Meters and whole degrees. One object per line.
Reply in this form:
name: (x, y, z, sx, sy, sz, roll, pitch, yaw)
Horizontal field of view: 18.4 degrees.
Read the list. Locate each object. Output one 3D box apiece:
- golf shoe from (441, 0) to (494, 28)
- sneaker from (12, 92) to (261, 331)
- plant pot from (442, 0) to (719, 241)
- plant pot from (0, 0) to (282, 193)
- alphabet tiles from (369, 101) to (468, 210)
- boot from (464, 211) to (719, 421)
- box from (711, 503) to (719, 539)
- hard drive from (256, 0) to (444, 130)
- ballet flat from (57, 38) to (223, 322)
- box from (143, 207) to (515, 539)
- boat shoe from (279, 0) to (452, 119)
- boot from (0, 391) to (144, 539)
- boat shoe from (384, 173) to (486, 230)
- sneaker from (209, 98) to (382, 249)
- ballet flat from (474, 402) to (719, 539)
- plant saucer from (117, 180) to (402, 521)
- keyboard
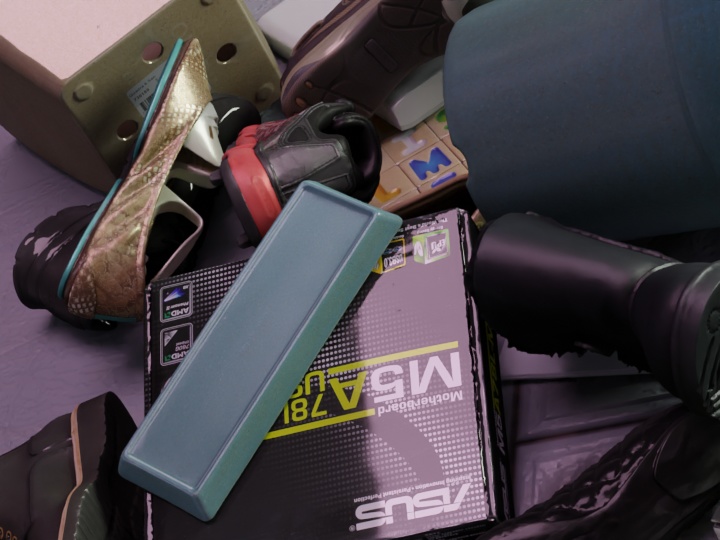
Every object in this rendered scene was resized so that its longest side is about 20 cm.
golf shoe: (0.125, -0.221, 1.344, 0.077, 0.088, 0.200, 37, 85, 21)
sneaker: (-0.128, -0.032, 1.442, 0.091, 0.076, 0.200, 31, 70, 38)
plant pot: (0.164, -0.102, 1.256, 0.196, 0.200, 0.200, -13, 38, 28)
plant pot: (-0.168, -0.167, 1.520, 0.200, 0.200, 0.177, -38, 52, -7)
alphabet tiles: (0.030, -0.059, 1.423, 0.200, 0.008, 0.167, -30, 37, -5)
boot: (0.126, 0.019, 1.119, 0.168, 0.200, 0.077, 15, 92, 24)
box: (0.283, 0.077, 1.073, 0.158, 0.050, 0.200, 7, 47, 36)
hard drive: (0.027, -0.170, 1.537, 0.132, 0.027, 0.200, -36, 36, -13)
ballet flat: (-0.122, -0.052, 1.383, 0.065, 0.071, 0.200, 22, 69, -1)
box: (-0.021, 0.076, 1.213, 0.200, 0.048, 0.193, -13, 55, 16)
boat shoe: (0.025, -0.171, 1.436, 0.200, 0.075, 0.073, -35, 38, 9)
boot: (-0.192, 0.161, 1.241, 0.138, 0.078, 0.200, -23, 23, 10)
boat shoe: (0.000, 0.000, 1.313, 0.200, 0.066, 0.074, -28, 46, -3)
sneaker: (-0.032, -0.063, 1.360, 0.098, 0.071, 0.200, -23, 8, 4)
ballet flat: (0.112, 0.138, 1.113, 0.200, 0.057, 0.067, -34, 79, -9)
plant saucer: (-0.057, 0.038, 1.213, 0.070, 0.019, 0.200, 23, 74, 33)
keyboard: (0.171, 0.035, 1.226, 0.200, 0.011, 0.056, -5, 46, 26)
